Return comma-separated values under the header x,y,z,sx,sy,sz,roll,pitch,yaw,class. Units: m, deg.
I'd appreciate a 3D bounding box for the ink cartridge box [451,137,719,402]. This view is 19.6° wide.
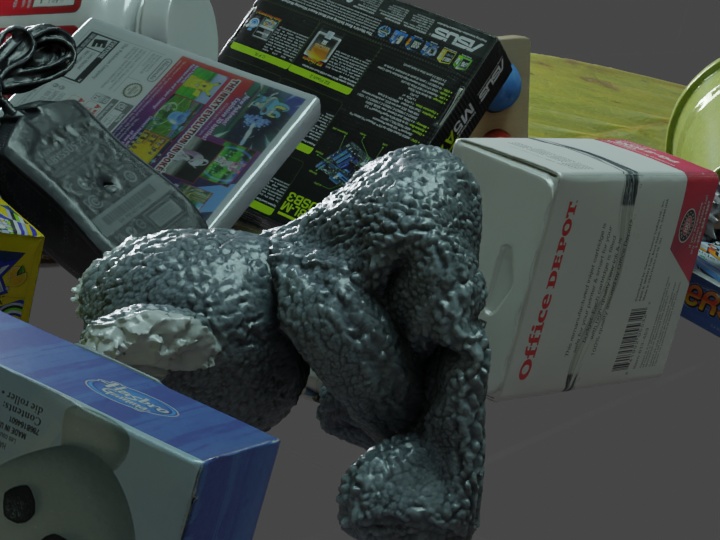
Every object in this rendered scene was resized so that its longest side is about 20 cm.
x,y,z,sx,sy,sz,roll,pitch,yaw,class
0.128,-0.005,1.315,0.084,0.146,0.199,24,16,35,ink cartridge box

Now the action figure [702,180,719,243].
x,y,z,sx,sy,sz,roll,pitch,yaw,class
0.282,-0.029,1.512,0.199,0.070,0.130,14,27,-24,action figure

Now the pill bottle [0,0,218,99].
x,y,z,sx,sy,sz,roll,pitch,yaw,class
-0.209,-0.163,1.507,0.199,0.113,0.112,0,8,22,pill bottle

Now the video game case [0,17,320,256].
x,y,z,sx,sy,sz,roll,pitch,yaw,class
-0.150,-0.076,1.343,0.181,0.023,0.200,21,47,18,video game case

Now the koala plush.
x,y,z,sx,sy,sz,roll,pitch,yaw,class
-0.044,0.027,1.015,0.198,0.185,0.177,2,16,-5,koala plush

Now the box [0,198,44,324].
x,y,z,sx,sy,sz,roll,pitch,yaw,class
-0.251,-0.027,1.167,0.070,0.065,0.200,5,17,-35,box

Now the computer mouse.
x,y,z,sx,sy,sz,roll,pitch,yaw,class
-0.169,-0.051,1.234,0.200,0.053,0.138,46,38,8,computer mouse

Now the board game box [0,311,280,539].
x,y,z,sx,sy,sz,roll,pitch,yaw,class
-0.136,0.100,0.547,0.199,0.200,0.043,23,14,24,board game box

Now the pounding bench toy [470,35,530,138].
x,y,z,sx,sy,sz,roll,pitch,yaw,class
0.015,-0.115,1.585,0.199,0.125,0.156,-11,18,-37,pounding bench toy

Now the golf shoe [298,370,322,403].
x,y,z,sx,sy,sz,roll,pitch,yaw,class
-0.033,0.036,1.150,0.199,0.079,0.097,7,23,-26,golf shoe

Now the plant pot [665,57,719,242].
x,y,z,sx,sy,sz,roll,pitch,yaw,class
0.347,-0.068,1.748,0.199,0.202,0.184,17,26,6,plant pot

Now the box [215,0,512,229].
x,y,z,sx,sy,sz,roll,pitch,yaw,class
-0.023,-0.110,1.483,0.199,0.194,0.048,24,-15,31,box

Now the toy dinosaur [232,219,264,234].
x,y,z,sx,sy,sz,roll,pitch,yaw,class
-0.109,-0.032,1.376,0.199,0.048,0.088,28,12,29,toy dinosaur

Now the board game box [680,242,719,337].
x,y,z,sx,sy,sz,roll,pitch,yaw,class
0.284,0.025,1.522,0.199,0.035,0.135,29,17,9,board game box
